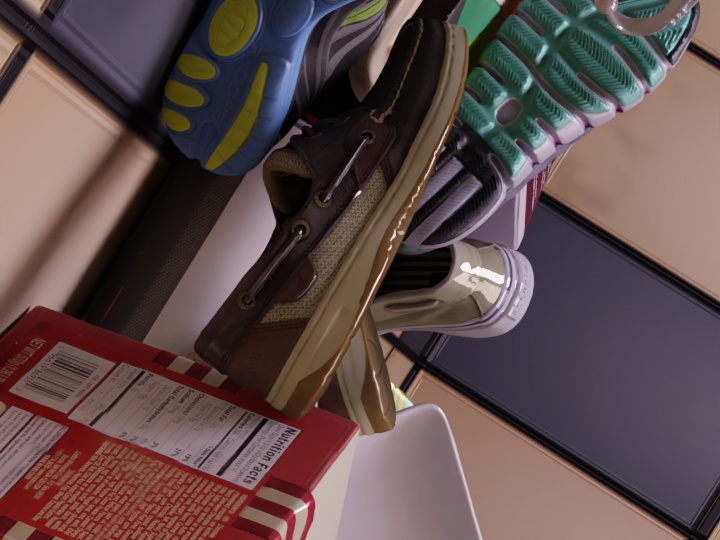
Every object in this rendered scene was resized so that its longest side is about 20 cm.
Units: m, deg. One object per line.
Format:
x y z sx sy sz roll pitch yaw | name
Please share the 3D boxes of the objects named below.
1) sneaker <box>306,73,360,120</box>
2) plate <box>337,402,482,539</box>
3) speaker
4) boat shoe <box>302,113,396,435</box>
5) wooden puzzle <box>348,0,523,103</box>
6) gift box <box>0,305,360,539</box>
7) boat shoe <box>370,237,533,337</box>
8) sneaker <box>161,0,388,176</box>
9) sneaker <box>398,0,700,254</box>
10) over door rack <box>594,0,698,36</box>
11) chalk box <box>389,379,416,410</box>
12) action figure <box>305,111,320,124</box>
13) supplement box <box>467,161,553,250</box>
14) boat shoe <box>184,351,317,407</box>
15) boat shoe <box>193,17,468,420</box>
0.025 -0.162 1.348 0.104 0.060 0.200 -49 168 -36 | sneaker
-0.028 0.181 1.367 0.199 0.200 0.032 -22 -158 -9 | plate
-0.081 0.014 1.293 0.200 0.081 0.081 -58 174 5 | speaker
-0.035 0.000 1.356 0.066 0.201 0.072 -17 145 -1 | boat shoe
0.067 -0.156 1.317 0.200 0.037 0.185 -61 168 3 | wooden puzzle
-0.123 0.142 1.174 0.185 0.200 0.187 -43 149 -53 | gift box
0.000 0.000 1.445 0.200 0.062 0.072 -4 -114 43 | boat shoe
-0.018 -0.127 1.163 0.200 0.071 0.083 -54 179 36 | sneaker
0.079 -0.081 1.359 0.200 0.074 0.088 -38 176 -15 | sneaker
0.174 -0.214 1.248 0.200 0.067 0.148 -33 -138 47 | over door rack
-0.081 0.120 1.434 0.125 0.124 0.200 -5 -135 57 | chalk box
-0.039 -0.024 1.570 0.065 0.052 0.200 -50 165 -23 | action figure
0.063 -0.110 1.486 0.061 0.109 0.200 89 20 -48 | supplement box
-0.052 0.112 1.275 0.073 0.074 0.200 -34 145 -47 | boat shoe
-0.010 -0.034 1.175 0.200 0.065 0.073 -68 -171 -30 | boat shoe
